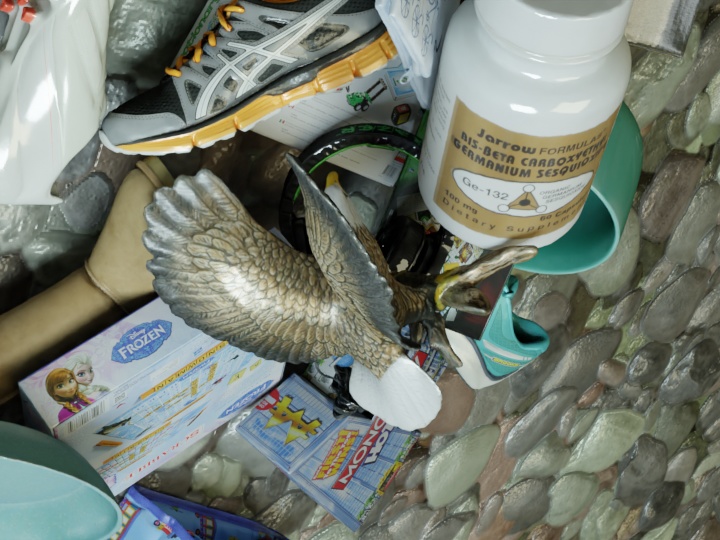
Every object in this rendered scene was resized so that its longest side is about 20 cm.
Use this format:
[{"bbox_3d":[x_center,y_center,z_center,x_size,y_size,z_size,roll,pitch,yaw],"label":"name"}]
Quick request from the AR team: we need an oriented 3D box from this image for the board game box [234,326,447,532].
[{"bbox_3d":[-0.008,0.108,1.143,0.200,0.062,0.200,-57,156,4],"label":"board game box"}]

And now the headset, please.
[{"bbox_3d":[0.000,0.000,1.003,0.123,0.094,0.201,7,115,-5],"label":"headset"}]

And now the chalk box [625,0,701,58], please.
[{"bbox_3d":[0.169,-0.262,0.962,0.124,0.124,0.201,9,107,-24],"label":"chalk box"}]

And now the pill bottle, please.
[{"bbox_3d":[0.103,-0.112,0.880,0.114,0.114,0.200,-30,153,-25],"label":"pill bottle"}]

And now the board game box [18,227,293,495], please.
[{"bbox_3d":[-0.135,0.078,0.991,0.200,0.041,0.200,-32,161,-24],"label":"board game box"}]

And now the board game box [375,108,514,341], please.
[{"bbox_3d":[0.075,-0.049,1.036,0.023,0.104,0.201,-65,177,-59],"label":"board game box"}]

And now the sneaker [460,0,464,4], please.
[{"bbox_3d":[0.129,-0.252,1.049,0.085,0.073,0.201,14,108,-50],"label":"sneaker"}]

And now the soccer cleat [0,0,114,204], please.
[{"bbox_3d":[-0.176,-0.128,0.847,0.077,0.069,0.200,13,115,-38],"label":"soccer cleat"}]

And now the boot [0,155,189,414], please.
[{"bbox_3d":[-0.197,0.029,0.906,0.200,0.066,0.175,-33,159,-23],"label":"boot"}]

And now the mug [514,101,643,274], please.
[{"bbox_3d":[0.144,-0.094,1.100,0.185,0.152,0.115,108,4,-60],"label":"mug"}]

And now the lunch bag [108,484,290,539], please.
[{"bbox_3d":[-0.142,0.268,1.161,0.151,0.094,0.200,-57,152,3],"label":"lunch bag"}]

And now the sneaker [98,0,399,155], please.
[{"bbox_3d":[-0.073,-0.130,0.891,0.199,0.078,0.077,-26,107,-8],"label":"sneaker"}]

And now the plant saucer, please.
[{"bbox_3d":[-0.246,0.131,0.893,0.200,0.199,0.036,42,42,-50],"label":"plant saucer"}]

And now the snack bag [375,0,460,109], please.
[{"bbox_3d":[0.051,-0.206,0.883,0.200,0.021,0.189,52,49,-74],"label":"snack bag"}]

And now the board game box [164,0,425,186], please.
[{"bbox_3d":[-0.021,-0.143,0.982,0.200,0.035,0.126,20,111,-41],"label":"board game box"}]

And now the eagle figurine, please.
[{"bbox_3d":[-0.017,0.003,0.875,0.200,0.151,0.152,9,120,-49],"label":"eagle figurine"}]

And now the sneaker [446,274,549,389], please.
[{"bbox_3d":[0.083,0.010,1.144,0.079,0.078,0.200,-25,128,18],"label":"sneaker"}]
